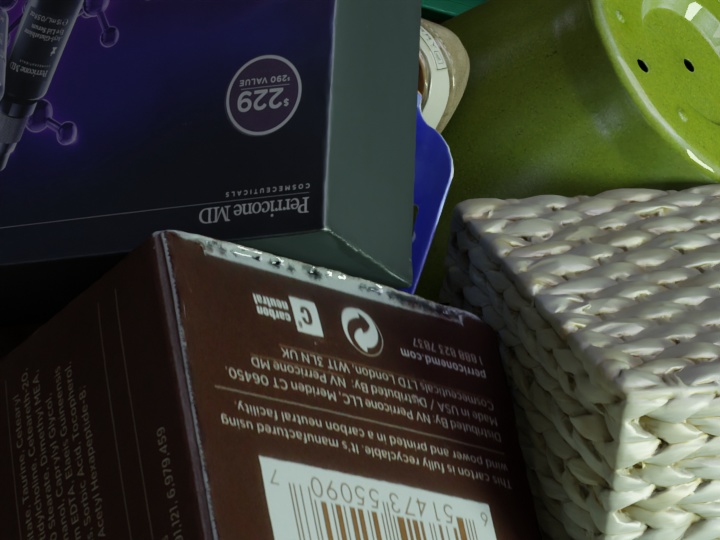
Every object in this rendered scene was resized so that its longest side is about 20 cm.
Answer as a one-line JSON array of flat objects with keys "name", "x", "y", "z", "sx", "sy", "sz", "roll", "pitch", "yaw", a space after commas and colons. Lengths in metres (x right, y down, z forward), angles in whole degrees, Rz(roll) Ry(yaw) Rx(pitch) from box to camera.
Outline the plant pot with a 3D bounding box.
[{"name": "plant pot", "x": 0.087, "y": -0.045, "z": 1.049, "sx": 0.199, "sy": 0.193, "sz": 0.202, "roll": 28, "pitch": 44, "yaw": -30}]

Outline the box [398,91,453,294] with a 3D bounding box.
[{"name": "box", "x": -0.065, "y": -0.037, "z": 0.929, "sx": 0.041, "sy": 0.199, "sz": 0.120, "roll": 36, "pitch": 70, "yaw": -63}]

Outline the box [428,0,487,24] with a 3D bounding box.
[{"name": "box", "x": 0.081, "y": -0.144, "z": 1.134, "sx": 0.198, "sy": 0.118, "sz": 0.049, "roll": 11, "pitch": 59, "yaw": -4}]

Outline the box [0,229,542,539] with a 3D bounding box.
[{"name": "box", "x": -0.057, "y": 0.117, "z": 0.830, "sx": 0.165, "sy": 0.200, "sz": 0.165, "roll": 16, "pitch": 50, "yaw": -41}]

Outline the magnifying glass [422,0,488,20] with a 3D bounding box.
[{"name": "magnifying glass", "x": 0.046, "y": -0.121, "z": 1.121, "sx": 0.080, "sy": 0.198, "sz": 0.023, "roll": 68, "pitch": 29, "yaw": -56}]

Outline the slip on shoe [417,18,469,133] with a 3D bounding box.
[{"name": "slip on shoe", "x": -0.027, "y": -0.031, "z": 0.990, "sx": 0.076, "sy": 0.200, "sz": 0.060, "roll": 44, "pitch": 23, "yaw": 13}]

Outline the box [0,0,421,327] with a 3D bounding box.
[{"name": "box", "x": -0.081, "y": -0.061, "z": 0.870, "sx": 0.079, "sy": 0.198, "sz": 0.143, "roll": 28, "pitch": 60, "yaw": -60}]

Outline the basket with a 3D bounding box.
[{"name": "basket", "x": 0.136, "y": 0.071, "z": 0.902, "sx": 0.198, "sy": 0.162, "sz": 0.198, "roll": -4, "pitch": 24, "yaw": -17}]
